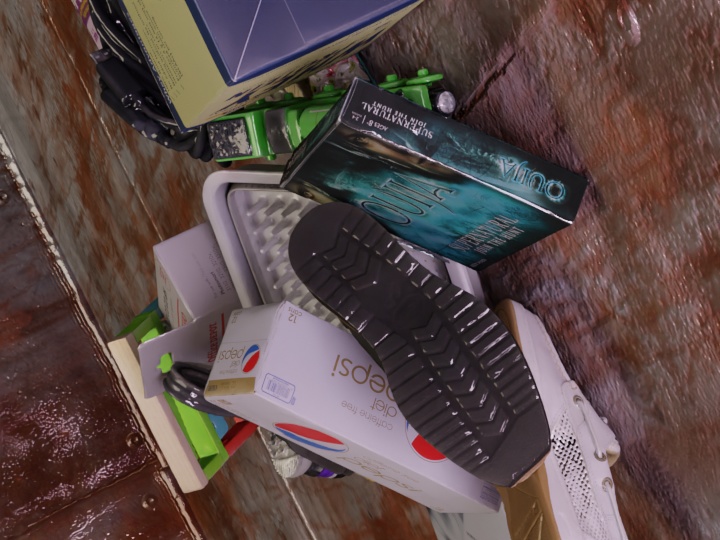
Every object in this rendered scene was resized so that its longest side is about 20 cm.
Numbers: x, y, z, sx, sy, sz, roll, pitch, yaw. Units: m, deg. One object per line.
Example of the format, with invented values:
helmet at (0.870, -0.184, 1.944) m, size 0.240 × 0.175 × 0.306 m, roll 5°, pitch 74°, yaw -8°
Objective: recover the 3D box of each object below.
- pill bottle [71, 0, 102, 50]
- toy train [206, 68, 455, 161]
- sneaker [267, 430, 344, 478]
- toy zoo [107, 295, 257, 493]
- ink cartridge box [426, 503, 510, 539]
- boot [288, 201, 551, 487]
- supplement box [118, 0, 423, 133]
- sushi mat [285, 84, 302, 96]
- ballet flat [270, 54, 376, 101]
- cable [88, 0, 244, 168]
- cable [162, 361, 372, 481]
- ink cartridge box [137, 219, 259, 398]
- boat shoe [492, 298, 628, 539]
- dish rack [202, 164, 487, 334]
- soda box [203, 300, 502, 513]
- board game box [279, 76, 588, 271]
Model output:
pill bottle at (-0.164, -0.216, 1.582) m, size 0.200 × 0.112 × 0.112 m, roll 61°, pitch 166°, yaw 14°
toy train at (-0.022, -0.090, 1.259) m, size 0.200 × 0.056 × 0.042 m, roll -3°, pitch 101°, yaw 51°
sneaker at (-0.019, 0.068, 1.636) m, size 0.070 × 0.099 × 0.201 m, roll -26°, pitch 60°, yaw 60°
toy zoo at (-0.113, 0.067, 1.606) m, size 0.132 × 0.020 × 0.200 m, roll 65°, pitch -149°, yaw -13°
ink cartridge box at (0.095, 0.184, 1.494) m, size 0.201 × 0.040 × 0.200 m, roll 69°, pitch 166°, yaw -19°
boot at (0.051, 0.052, 1.223) m, size 0.200 × 0.077 × 0.138 m, roll 53°, pitch -178°, yaw 24°
supplement box at (-0.075, -0.208, 1.209) m, size 0.201 × 0.134 × 0.200 m, roll 65°, pitch 166°, yaw -2°
sushi mat at (-0.041, -0.128, 1.494) m, size 0.096 × 0.012 × 0.200 m, roll 59°, pitch 166°, yaw 25°
ballet flat at (-0.049, -0.157, 1.359) m, size 0.200 × 0.064 × 0.076 m, roll 59°, pitch 168°, yaw 21°
cable at (-0.125, -0.159, 1.405) m, size 0.200 × 0.051 × 0.164 m, roll 42°, pitch 133°, yaw 44°
cable at (-0.051, 0.096, 1.504) m, size 0.200 × 0.050 × 0.097 m, roll 30°, pitch -161°, yaw -24°
ink cartridge box at (-0.082, 0.006, 1.491) m, size 0.068 × 0.199 × 0.115 m, roll 59°, pitch 166°, yaw 19°
boat shoe at (0.117, 0.108, 1.213) m, size 0.071 × 0.069 × 0.201 m, roll 120°, pitch 146°, yaw -50°
dish rack at (0.000, 0.000, 1.359) m, size 0.199 × 0.044 × 0.172 m, roll 4°, pitch 126°, yaw 37°
soda box at (0.004, 0.090, 1.315) m, size 0.200 × 0.064 × 0.068 m, roll 29°, pitch 159°, yaw -28°
board game box at (0.034, -0.048, 1.154) m, size 0.135 × 0.028 × 0.200 m, roll 23°, pitch 169°, yaw -7°
